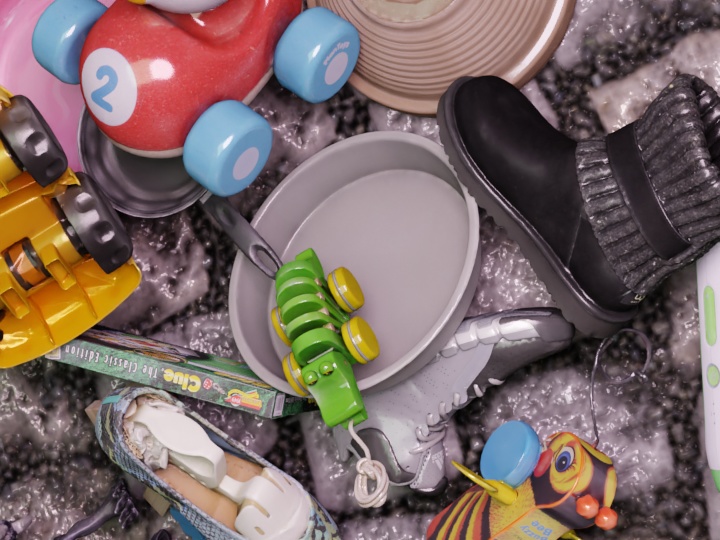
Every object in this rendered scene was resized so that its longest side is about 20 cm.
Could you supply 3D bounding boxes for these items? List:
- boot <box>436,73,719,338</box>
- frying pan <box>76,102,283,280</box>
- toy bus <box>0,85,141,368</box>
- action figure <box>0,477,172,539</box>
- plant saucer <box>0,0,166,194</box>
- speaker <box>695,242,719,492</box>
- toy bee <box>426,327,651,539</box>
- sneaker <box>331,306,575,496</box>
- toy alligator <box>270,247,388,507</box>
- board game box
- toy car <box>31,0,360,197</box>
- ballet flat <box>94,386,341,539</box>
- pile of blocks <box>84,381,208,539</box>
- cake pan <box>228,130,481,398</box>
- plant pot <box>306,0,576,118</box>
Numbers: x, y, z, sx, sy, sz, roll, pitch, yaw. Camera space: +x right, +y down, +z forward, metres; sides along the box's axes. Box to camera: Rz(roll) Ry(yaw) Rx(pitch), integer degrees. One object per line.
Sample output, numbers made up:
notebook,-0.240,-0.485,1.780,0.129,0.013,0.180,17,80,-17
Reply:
boot,0.153,-0.080,1.074,0.212,0.079,0.158,54,132,16
frying pan,-0.114,-0.081,1.189,0.188,0.031,0.116,23,94,12
toy bus,-0.259,-0.067,1.149,0.135,0.201,0.193,-30,45,1
action figure,-0.243,0.229,1.239,0.199,0.102,0.120,-28,91,14
plant saucer,-0.211,-0.140,1.265,0.198,0.051,0.203,0,89,19
speaker,0.261,0.041,1.081,0.087,0.088,0.203,-4,87,18
toy bee,0.120,0.142,1.102,0.129,0.109,0.202,12,118,-17
sneaker,0.065,0.094,1.159,0.198,0.075,0.117,-12,89,28
toy alligator,-0.023,0.057,1.077,0.059,0.054,0.201,-30,51,17
board game box,-0.133,0.070,1.203,0.198,0.105,0.024,13,91,19
toy car,-0.122,-0.187,1.091,0.184,0.201,0.177,35,71,23
ballet flat,-0.094,0.146,1.148,0.199,0.074,0.075,31,99,-6
pile of blocks,-0.111,0.153,1.225,0.200,0.082,0.062,47,59,4
cake pan,0.000,0.000,1.155,0.198,0.037,0.202,-17,56,26
plant pot,0.046,-0.210,1.158,0.198,0.093,0.204,0,89,19
